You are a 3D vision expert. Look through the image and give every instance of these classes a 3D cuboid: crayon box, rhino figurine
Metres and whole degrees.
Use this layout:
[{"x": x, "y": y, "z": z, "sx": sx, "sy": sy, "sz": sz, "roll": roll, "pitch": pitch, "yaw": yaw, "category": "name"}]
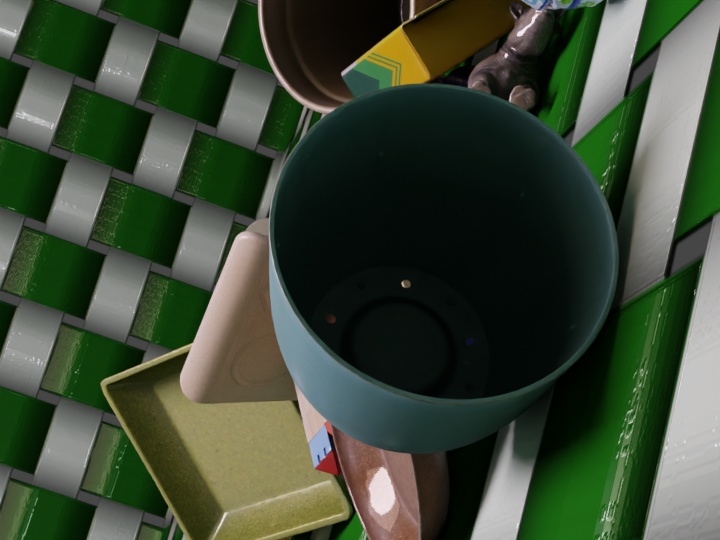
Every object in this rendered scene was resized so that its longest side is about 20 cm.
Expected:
[{"x": 0.071, "y": -0.194, "z": 1.325, "sx": 0.126, "sy": 0.051, "sz": 0.200, "roll": -33, "pitch": 4, "yaw": -17, "category": "crayon box"}, {"x": 0.109, "y": -0.136, "z": 1.244, "sx": 0.087, "sy": 0.059, "sz": 0.202, "roll": -58, "pitch": -7, "yaw": -79, "category": "rhino figurine"}]

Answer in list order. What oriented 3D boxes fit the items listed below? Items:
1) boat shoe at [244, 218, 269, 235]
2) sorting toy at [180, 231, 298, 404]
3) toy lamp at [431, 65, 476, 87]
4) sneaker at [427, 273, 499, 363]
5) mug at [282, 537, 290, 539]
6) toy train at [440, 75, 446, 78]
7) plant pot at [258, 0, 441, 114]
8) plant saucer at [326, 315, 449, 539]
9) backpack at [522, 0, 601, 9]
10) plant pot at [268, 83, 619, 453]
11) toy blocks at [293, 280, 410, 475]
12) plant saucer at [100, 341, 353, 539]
[{"x": -0.048, "y": 0.047, "z": 1.458, "sx": 0.073, "sy": 0.202, "sz": 0.063, "roll": -33, "pitch": -1, "yaw": -15, "category": "boat shoe"}, {"x": -0.033, "y": 0.038, "z": 1.308, "sx": 0.186, "sy": 0.198, "sz": 0.037, "roll": -64, "pitch": 34, "yaw": 37, "category": "sorting toy"}, {"x": 0.089, "y": -0.152, "z": 1.435, "sx": 0.200, "sy": 0.058, "sz": 0.059, "roll": -149, "pitch": 78, "yaw": -84, "category": "toy lamp"}, {"x": 0.081, "y": -0.017, "z": 1.100, "sx": 0.075, "sy": 0.078, "sz": 0.201, "roll": 122, "pitch": 164, "yaw": -54, "category": "sneaker"}, {"x": -0.091, "y": 0.217, "z": 1.611, "sx": 0.149, "sy": 0.187, "sz": 0.153, "roll": -39, "pitch": 5, "yaw": -23, "category": "mug"}, {"x": 0.047, "y": -0.131, "z": 1.671, "sx": 0.150, "sy": 0.055, "sz": 0.201, "roll": -89, "pitch": 23, "yaw": -69, "category": "toy train"}, {"x": 0.029, "y": -0.253, "z": 1.548, "sx": 0.173, "sy": 0.200, "sz": 0.201, "roll": -8, "pitch": -50, "yaw": -49, "category": "plant pot"}, {"x": 0.019, "y": 0.112, "z": 1.111, "sx": 0.200, "sy": 0.036, "sz": 0.203, "roll": 167, "pitch": 90, "yaw": -75, "category": "plant saucer"}, {"x": 0.149, "y": -0.282, "z": 1.109, "sx": 0.200, "sy": 0.154, "sz": 0.163, "roll": -50, "pitch": 8, "yaw": -8, "category": "backpack"}, {"x": 0.037, "y": 0.017, "z": 0.956, "sx": 0.161, "sy": 0.199, "sz": 0.202, "roll": 107, "pitch": 178, "yaw": -62, "category": "plant pot"}, {"x": 0.017, "y": 0.089, "z": 1.245, "sx": 0.200, "sy": 0.099, "sz": 0.137, "roll": -50, "pitch": 37, "yaw": 31, "category": "toy blocks"}, {"x": -0.114, "y": 0.152, "z": 1.466, "sx": 0.199, "sy": 0.201, "sz": 0.048, "roll": -22, "pitch": 11, "yaw": 36, "category": "plant saucer"}]
